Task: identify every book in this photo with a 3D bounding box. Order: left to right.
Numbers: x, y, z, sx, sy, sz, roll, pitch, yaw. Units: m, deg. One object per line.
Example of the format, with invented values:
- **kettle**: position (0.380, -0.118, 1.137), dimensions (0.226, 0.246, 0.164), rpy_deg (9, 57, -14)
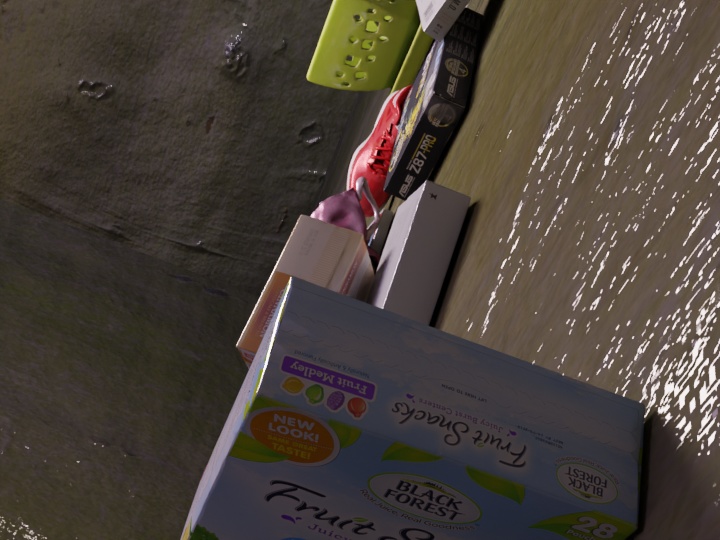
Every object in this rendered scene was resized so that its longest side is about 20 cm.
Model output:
- **book**: position (0.136, -0.379, 1.426), dimensions (0.201, 0.048, 0.134), rpy_deg (-53, 17, 23)

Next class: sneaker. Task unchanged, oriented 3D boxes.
- **sneaker**: position (0.037, -0.179, 1.728), dimensions (0.116, 0.078, 0.202), rpy_deg (138, 150, -80)

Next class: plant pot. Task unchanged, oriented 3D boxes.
- **plant pot**: position (0.033, -0.419, 2.052), dimensions (0.200, 0.180, 0.201), rpy_deg (-76, 9, -45)

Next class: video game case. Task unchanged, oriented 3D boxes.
- **video game case**: position (0.000, 0.000, 1.750), dimensions (0.200, 0.017, 0.144), rpy_deg (133, 157, -76)

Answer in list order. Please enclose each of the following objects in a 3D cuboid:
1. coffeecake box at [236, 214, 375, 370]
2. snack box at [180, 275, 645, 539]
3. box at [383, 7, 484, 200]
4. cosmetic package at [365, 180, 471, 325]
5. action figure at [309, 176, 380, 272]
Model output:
- **coffeecake box**: position (-0.042, 0.066, 1.228), dimensions (0.201, 0.072, 0.155), rpy_deg (73, -141, -60)
- **snack box**: position (0.012, 0.107, 0.564), dimensions (0.201, 0.167, 0.068), rpy_deg (117, 171, -49)
- **box**: position (0.090, -0.204, 1.461), dimensions (0.201, 0.049, 0.162), rpy_deg (-75, 11, -45)
- **cosmetic package**: position (0.038, 0.027, 1.151), dimensions (0.151, 0.051, 0.202), rpy_deg (131, 158, -81)
- **action figure**: position (-0.005, -0.015, 1.587), dimensions (0.148, 0.135, 0.200), rpy_deg (-32, 27, -5)
